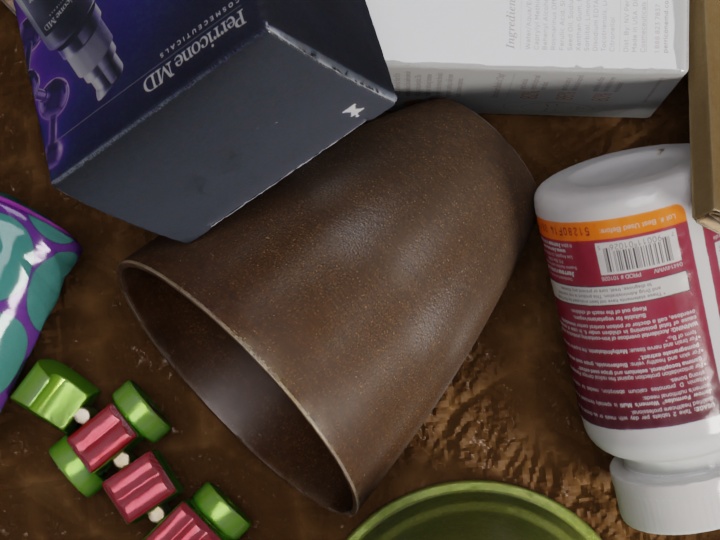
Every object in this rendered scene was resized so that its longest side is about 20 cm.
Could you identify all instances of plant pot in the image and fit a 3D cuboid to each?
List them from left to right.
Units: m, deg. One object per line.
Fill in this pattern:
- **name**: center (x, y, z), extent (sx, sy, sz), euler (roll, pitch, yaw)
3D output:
- **plant pot**: center (0.000, 0.000, 1.035), extent (0.187, 0.187, 0.200), euler (45, 74, 4)
- **plant pot**: center (0.065, 0.216, 1.000), extent (0.200, 0.184, 0.200), euler (0, 85, 1)

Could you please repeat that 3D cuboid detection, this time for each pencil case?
- **pencil case**: center (-0.243, 0.048, 1.070), extent (0.092, 0.085, 0.200), euler (29, 86, -10)

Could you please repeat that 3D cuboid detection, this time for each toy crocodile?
- **toy crocodile**: center (-0.122, 0.130, 1.072), extent (0.068, 0.062, 0.200), euler (-40, 86, -2)

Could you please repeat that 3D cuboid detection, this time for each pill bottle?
- **pill bottle**: center (0.169, 0.038, 1.030), extent (0.110, 0.110, 0.200), euler (-14, 104, 0)

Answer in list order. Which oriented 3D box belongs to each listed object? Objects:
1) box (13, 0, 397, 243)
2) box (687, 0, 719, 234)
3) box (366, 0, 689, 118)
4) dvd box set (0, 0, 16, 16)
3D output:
- **box**: center (-0.088, -0.141, 0.939), extent (0.148, 0.104, 0.200), euler (-33, 56, 25)
- **box**: center (0.245, -0.087, 1.022), extent (0.163, 0.021, 0.200), euler (21, 56, -27)
- **box**: center (0.076, -0.151, 1.044), extent (0.200, 0.152, 0.106), euler (2, 86, 1)
- **dvd box set**: center (-0.155, -0.241, 1.118), extent (0.200, 0.029, 0.146), euler (-43, 86, -2)
